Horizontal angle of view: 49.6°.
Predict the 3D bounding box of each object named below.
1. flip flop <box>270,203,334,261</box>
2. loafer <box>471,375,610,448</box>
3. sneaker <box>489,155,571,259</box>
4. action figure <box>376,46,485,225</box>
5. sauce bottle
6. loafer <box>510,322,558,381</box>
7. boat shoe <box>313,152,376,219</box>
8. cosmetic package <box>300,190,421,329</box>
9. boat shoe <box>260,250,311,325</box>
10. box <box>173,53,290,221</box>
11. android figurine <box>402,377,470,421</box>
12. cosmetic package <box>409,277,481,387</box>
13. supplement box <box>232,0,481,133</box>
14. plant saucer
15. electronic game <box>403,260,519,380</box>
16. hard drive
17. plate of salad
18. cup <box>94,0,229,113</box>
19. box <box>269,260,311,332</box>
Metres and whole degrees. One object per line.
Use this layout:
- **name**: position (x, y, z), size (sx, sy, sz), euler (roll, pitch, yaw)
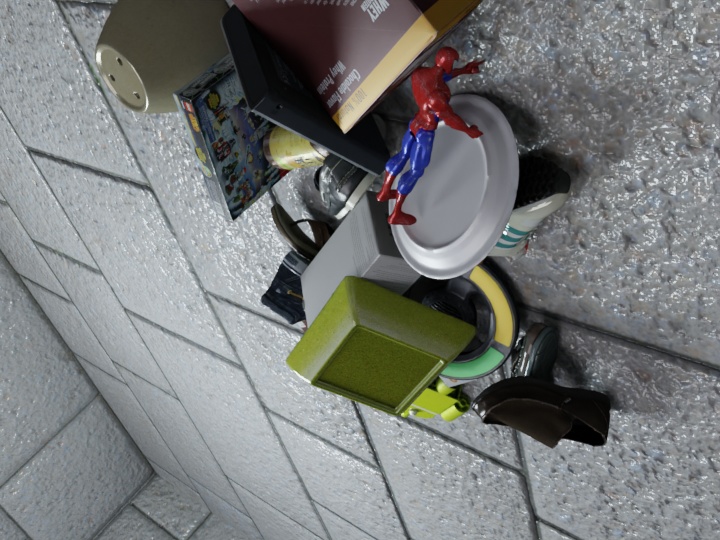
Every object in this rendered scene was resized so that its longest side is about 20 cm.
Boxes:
- **flip flop**: position (-0.054, -0.038, 1.190), size (0.199, 0.058, 0.081), euler (40, -170, 4)
- **loafer**: position (0.238, 0.186, 0.991), size (0.197, 0.072, 0.073), euler (7, 138, -15)
- **sneaker**: position (0.176, -0.062, 0.885), size (0.093, 0.071, 0.199), euler (31, 151, -25)
- **action figure**: position (0.085, -0.143, 0.808), size (0.202, 0.097, 0.066), euler (104, 148, -46)
- **sauce bottle**: position (-0.049, -0.170, 1.013), size (0.198, 0.065, 0.065), euler (1, 129, 49)
- **loafer**: position (0.222, 0.136, 1.054), size (0.063, 0.072, 0.202), euler (31, 150, 32)
- **boat shoe**: position (-0.026, -0.114, 1.007), size (0.067, 0.072, 0.200), euler (33, 175, -5)
- **cosmetic package**: position (0.000, 0.000, 1.046), size (0.084, 0.109, 0.200), euler (9, 142, -29)
- **boat shoe**: position (-0.070, 0.045, 1.207), size (0.199, 0.091, 0.071), euler (32, -173, -47)
- **box**: position (-0.167, -0.187, 1.068), size (0.040, 0.137, 0.202), euler (23, 144, 31)
- **android figurine**: position (0.086, 0.199, 1.281), size (0.180, 0.042, 0.200), euler (23, 149, -9)
- **cosmetic package**: position (0.100, 0.080, 1.152), size (0.200, 0.051, 0.082), euler (49, 151, -6)
- **supplement box**: position (-0.002, -0.283, 0.748), size (0.200, 0.133, 0.197), euler (48, 150, -5)
- **plant saucer**: position (0.024, 0.118, 1.035), size (0.198, 0.048, 0.200), euler (22, 131, -17)
- **electronic game**: position (0.119, 0.059, 1.054), size (0.197, 0.042, 0.203), euler (13, 121, 23)
- **hard drive**: position (-0.055, -0.193, 0.850), size (0.033, 0.199, 0.141), euler (-38, 55, 26)
- **plate of salad**: position (0.103, -0.091, 0.856), size (0.199, 0.048, 0.204), euler (-13, 74, 51)
- **cup**: position (-0.274, -0.296, 1.062), size (0.199, 0.143, 0.202), euler (31, 148, 22)
- **box**: position (-0.054, 0.077, 1.320), size (0.201, 0.075, 0.100), euler (51, 149, -15)
